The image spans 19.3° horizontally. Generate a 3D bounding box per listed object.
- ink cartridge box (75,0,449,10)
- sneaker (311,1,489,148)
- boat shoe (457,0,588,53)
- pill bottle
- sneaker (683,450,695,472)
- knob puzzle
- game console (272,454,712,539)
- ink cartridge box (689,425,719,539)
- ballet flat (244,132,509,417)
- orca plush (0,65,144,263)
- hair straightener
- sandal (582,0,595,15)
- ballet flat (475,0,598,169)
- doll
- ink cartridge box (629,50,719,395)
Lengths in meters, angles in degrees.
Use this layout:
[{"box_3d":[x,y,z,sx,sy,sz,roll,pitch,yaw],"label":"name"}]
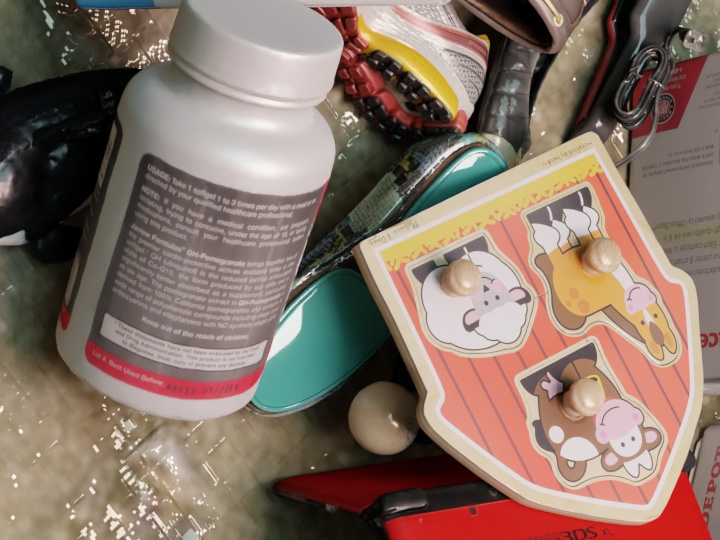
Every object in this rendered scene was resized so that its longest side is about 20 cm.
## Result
[{"box_3d":[-0.044,-0.211,1.075,0.085,0.198,0.146,-42,131,-67],"label":"ink cartridge box"},{"box_3d":[-0.002,-0.160,1.195,0.200,0.078,0.082,48,55,-26],"label":"sneaker"},{"box_3d":[0.040,-0.191,1.145,0.199,0.072,0.060,33,60,-18],"label":"boat shoe"},{"box_3d":[-0.077,-0.036,1.054,0.110,0.111,0.201,3,120,-31],"label":"pill bottle"},{"box_3d":[0.156,0.183,1.251,0.082,0.071,0.201,25,70,-21],"label":"sneaker"},{"box_3d":[0.112,0.041,1.121,0.218,0.030,0.221,10,68,-25],"label":"knob puzzle"},{"box_3d":[0.079,0.160,1.146,0.199,0.119,0.173,-5,65,-31],"label":"game console"},{"box_3d":[0.281,0.170,1.255,0.087,0.199,0.146,25,72,-30],"label":"ink cartridge box"},{"box_3d":[0.000,0.000,1.172,0.200,0.074,0.074,-42,107,-9],"label":"ballet flat"},{"box_3d":[-0.138,-0.060,1.095,0.199,0.071,0.106,-8,89,-32],"label":"orca plush"},{"box_3d":[0.171,-0.135,1.288,0.041,0.077,0.201,39,67,-24],"label":"hair straightener"},{"box_3d":[0.149,-0.221,1.252,0.076,0.043,0.201,37,59,-16],"label":"sandal"},{"box_3d":[0.112,-0.129,1.253,0.056,0.067,0.201,21,69,6],"label":"ballet flat"},{"box_3d":[0.061,0.038,1.191,0.200,0.048,0.137,-36,146,-37],"label":"doll"},{"box_3d":[0.235,-0.026,1.278,0.083,0.145,0.202,9,81,-32],"label":"ink cartridge box"}]
